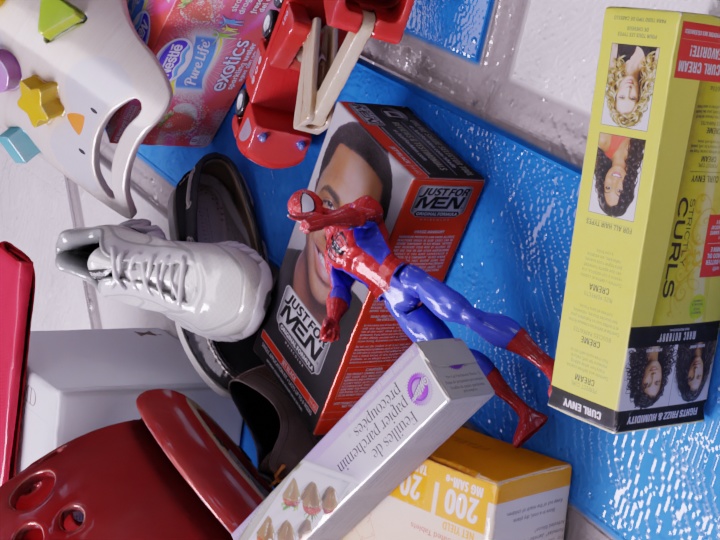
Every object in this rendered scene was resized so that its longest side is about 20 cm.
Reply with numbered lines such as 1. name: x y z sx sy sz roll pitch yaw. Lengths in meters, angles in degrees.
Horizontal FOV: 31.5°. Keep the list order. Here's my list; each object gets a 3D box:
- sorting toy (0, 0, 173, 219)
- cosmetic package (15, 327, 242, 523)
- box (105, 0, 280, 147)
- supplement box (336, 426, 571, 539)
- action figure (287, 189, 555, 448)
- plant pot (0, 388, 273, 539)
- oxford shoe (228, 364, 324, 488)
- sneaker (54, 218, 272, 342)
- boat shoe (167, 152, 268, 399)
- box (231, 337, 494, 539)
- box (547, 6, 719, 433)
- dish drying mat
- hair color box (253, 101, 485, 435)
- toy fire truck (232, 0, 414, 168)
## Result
1. sorting toy: -0.216 -0.135 0.980 0.180 0.107 0.200 41 128 22
2. cosmetic package: -0.214 0.165 1.065 0.167 0.166 0.200 22 108 53
3. box: -0.139 -0.199 1.009 0.200 0.095 0.100 -53 51 42
4. supplement box: 0.045 0.198 0.760 0.126 0.073 0.200 13 102 44
5. action figure: 0.019 0.022 0.726 0.200 0.099 0.065 42 122 19
6. plant pot: -0.148 0.192 0.878 0.182 0.200 0.200 -42 44 -5
7. oxford shoe: -0.032 0.150 0.881 0.200 0.073 0.071 58 134 32
8. sneaker: -0.145 0.005 0.926 0.200 0.081 0.075 13 93 41
9. boat shoe: -0.103 0.001 0.989 0.060 0.074 0.200 -50 43 49
10. box: -0.004 0.113 0.725 0.200 0.041 0.039 -50 60 35
11. box: 0.146 -0.024 0.627 0.050 0.075 0.200 19 105 51
12. dish drying mat: -0.280 0.082 1.000 0.077 0.018 0.200 24 109 53
13. hair color box: 0.000 0.000 0.845 0.102 0.061 0.200 49 128 43
14. toy fire truck: -0.031 -0.140 0.864 0.141 0.049 0.200 -109 36 -51
